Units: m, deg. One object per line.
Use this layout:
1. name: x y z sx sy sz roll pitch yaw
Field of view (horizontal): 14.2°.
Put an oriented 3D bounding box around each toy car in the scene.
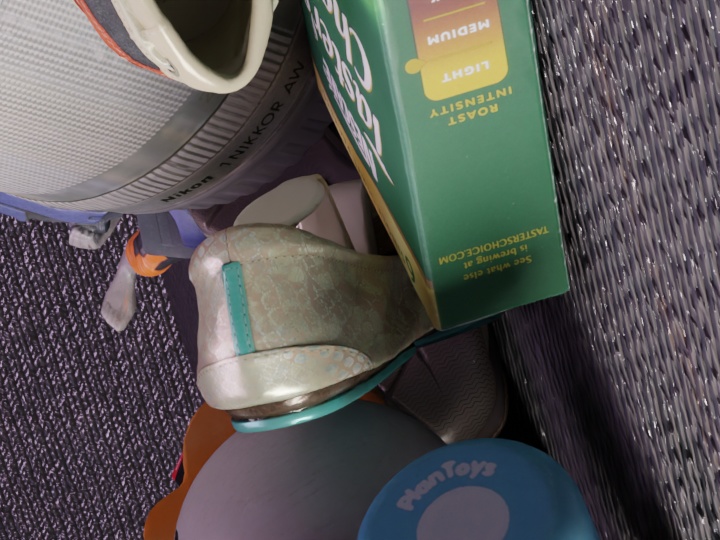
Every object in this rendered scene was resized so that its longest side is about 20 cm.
1. toy car: -0.013 0.109 0.821 0.200 0.177 0.185 51 172 46

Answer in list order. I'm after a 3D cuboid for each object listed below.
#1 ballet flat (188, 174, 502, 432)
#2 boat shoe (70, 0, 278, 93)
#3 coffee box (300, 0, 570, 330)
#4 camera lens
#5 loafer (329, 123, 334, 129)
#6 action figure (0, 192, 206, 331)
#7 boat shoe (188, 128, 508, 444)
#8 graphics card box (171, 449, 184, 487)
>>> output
1. ballet flat: 0.000 0.000 0.845 0.200 0.067 0.063 -24 -81 -76
2. boat shoe: -0.060 -0.139 0.710 0.063 0.071 0.201 -134 29 -54
3. coffee box: 0.007 -0.094 0.760 0.123 0.044 0.200 -115 9 -45
4. camera lens: -0.107 -0.105 0.858 0.200 0.160 0.160 14 -132 -53
5. loafer: -0.083 -0.127 1.121 0.201 0.070 0.068 51 127 8
6. action figure: -0.085 -0.046 1.239 0.194 0.199 0.105 89 -168 -59
7. boat shoe: 0.007 0.009 1.021 0.073 0.074 0.200 43 -172 -39
8. graphics card box: 0.001 0.089 1.017 0.125 0.051 0.200 29 178 -6
